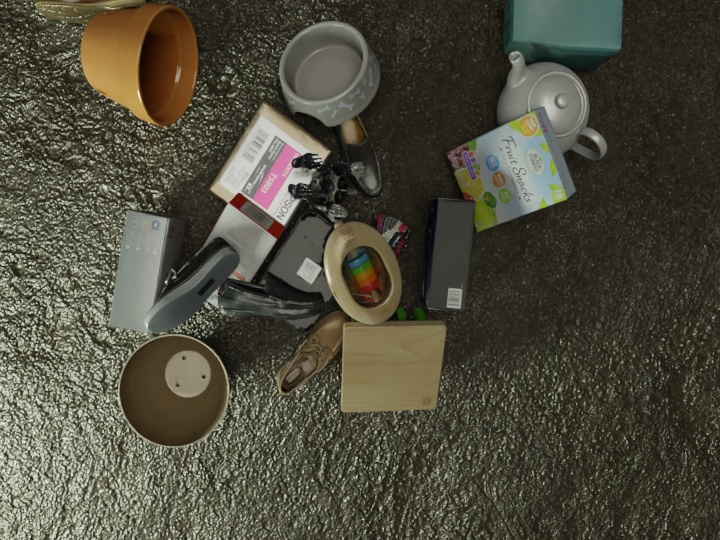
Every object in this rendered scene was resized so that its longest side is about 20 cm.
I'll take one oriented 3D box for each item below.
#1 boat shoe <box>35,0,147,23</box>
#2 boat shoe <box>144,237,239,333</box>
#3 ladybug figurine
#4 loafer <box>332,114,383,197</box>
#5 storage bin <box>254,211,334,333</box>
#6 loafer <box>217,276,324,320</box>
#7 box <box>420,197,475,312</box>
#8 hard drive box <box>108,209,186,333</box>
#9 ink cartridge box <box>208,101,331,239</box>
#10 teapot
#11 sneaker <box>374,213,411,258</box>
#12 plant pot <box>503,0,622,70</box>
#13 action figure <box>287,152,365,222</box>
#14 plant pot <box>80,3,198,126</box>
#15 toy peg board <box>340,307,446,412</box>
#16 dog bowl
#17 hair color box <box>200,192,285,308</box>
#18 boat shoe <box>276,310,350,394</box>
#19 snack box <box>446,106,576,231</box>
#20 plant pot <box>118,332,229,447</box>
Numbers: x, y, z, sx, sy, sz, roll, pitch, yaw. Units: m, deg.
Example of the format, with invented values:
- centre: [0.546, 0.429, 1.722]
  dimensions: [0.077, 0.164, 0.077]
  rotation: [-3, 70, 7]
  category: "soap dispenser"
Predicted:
- centre: [-0.493, -0.503, 1.093]
  dimensions: [0.194, 0.072, 0.070]
  rotation: [-8, 90, -11]
  category: "boat shoe"
- centre: [-0.303, 0.021, 1.034]
  dimensions: [0.200, 0.074, 0.068]
  rotation: [-47, 61, -6]
  category: "boat shoe"
- centre: [0.000, 0.000, 1.083]
  dimensions: [0.133, 0.072, 0.204]
  rotation: [-26, 107, -10]
  category: "ladybug figurine"
- centre: [-0.008, -0.239, 1.155]
  dimensions: [0.071, 0.072, 0.204]
  rotation: [-26, 97, -4]
  category: "loafer"
- centre: [-0.104, 0.001, 1.153]
  dimensions: [0.134, 0.094, 0.203]
  rotation: [34, 91, -7]
  category: "storage bin"
- centre: [-0.160, 0.047, 1.070]
  dimensions: [0.194, 0.068, 0.073]
  rotation: [3, 102, -2]
  category: "loafer"
- centre: [0.166, -0.032, 1.152]
  dimensions: [0.076, 0.141, 0.207]
  rotation: [5, 93, 2]
  category: "box"
- centre: [-0.387, -0.003, 1.093]
  dimensions: [0.074, 0.156, 0.207]
  rotation: [10, 92, -6]
  category: "hard drive box"
- centre: [-0.171, -0.189, 1.142]
  dimensions: [0.162, 0.075, 0.203]
  rotation: [32, 90, -6]
  category: "ink cartridge box"
- centre: [0.369, -0.312, 1.152]
  dimensions: [0.193, 0.146, 0.204]
  rotation: [-4, 95, -6]
  category: "teapot"
- centre: [0.021, -0.015, 1.180]
  dimensions: [0.074, 0.081, 0.202]
  rotation: [34, 90, 21]
  category: "sneaker"
- centre: [0.382, -0.480, 1.150]
  dimensions: [0.193, 0.141, 0.146]
  rotation: [1, 94, 2]
  category: "plant pot"
- centre: [-0.050, -0.151, 1.090]
  dimensions: [0.100, 0.199, 0.122]
  rotation: [19, 97, 25]
  category: "action figure"
- centre: [-0.397, -0.375, 1.059]
  dimensions: [0.136, 0.200, 0.206]
  rotation: [14, 93, 11]
  category: "plant pot"
- centre: [0.058, 0.168, 1.182]
  dimensions: [0.193, 0.099, 0.204]
  rotation: [0, 119, -5]
  category: "toy peg board"
- centre: [-0.063, -0.372, 1.103]
  dimensions: [0.194, 0.059, 0.206]
  rotation: [-4, 71, 13]
  category: "dog bowl"
- centre: [-0.239, -0.028, 1.113]
  dimensions: [0.110, 0.064, 0.201]
  rotation: [35, 115, -7]
  category: "hair color box"
- centre: [-0.090, 0.168, 1.180]
  dimensions: [0.071, 0.065, 0.201]
  rotation: [40, 89, -7]
  category: "boat shoe"
- centre: [0.285, -0.189, 1.134]
  dimensions: [0.197, 0.067, 0.173]
  rotation: [-20, 96, 40]
  category: "snack box"
- centre: [-0.338, 0.210, 1.123]
  dimensions: [0.194, 0.134, 0.207]
  rotation: [0, 95, -5]
  category: "plant pot"
